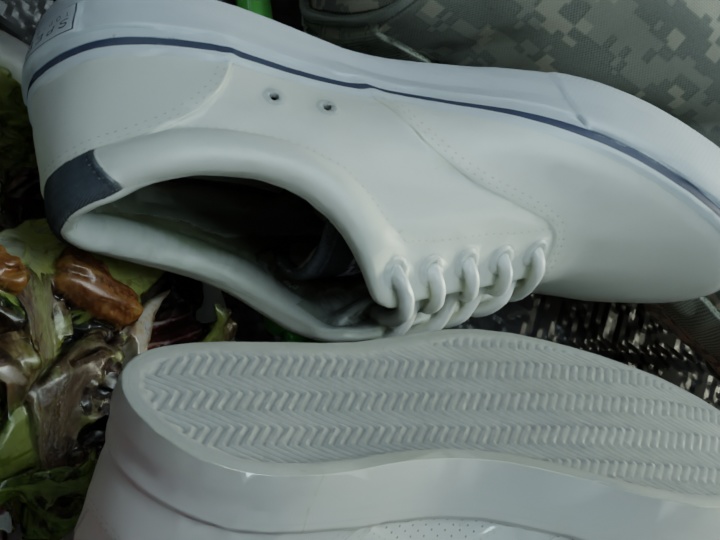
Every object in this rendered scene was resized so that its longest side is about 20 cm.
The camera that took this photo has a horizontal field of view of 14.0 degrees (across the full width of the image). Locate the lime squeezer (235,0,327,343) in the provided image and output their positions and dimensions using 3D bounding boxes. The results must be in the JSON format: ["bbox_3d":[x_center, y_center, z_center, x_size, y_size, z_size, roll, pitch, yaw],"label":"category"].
[{"bbox_3d":[0.000,0.000,0.795,0.071,0.038,0.200,-30,92,-39],"label":"lime squeezer"}]

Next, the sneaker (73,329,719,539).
[{"bbox_3d":[0.009,0.079,0.711,0.200,0.116,0.074,4,29,-36],"label":"sneaker"}]

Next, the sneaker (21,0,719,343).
[{"bbox_3d":[0.009,-0.011,0.736,0.200,0.073,0.071,11,56,-18],"label":"sneaker"}]

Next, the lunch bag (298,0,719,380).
[{"bbox_3d":[0.092,-0.080,0.833,0.200,0.139,0.168,40,63,-22],"label":"lunch bag"}]

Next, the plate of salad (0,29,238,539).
[{"bbox_3d":[-0.102,0.024,0.695,0.200,0.048,0.200,15,65,-35],"label":"plate of salad"}]
